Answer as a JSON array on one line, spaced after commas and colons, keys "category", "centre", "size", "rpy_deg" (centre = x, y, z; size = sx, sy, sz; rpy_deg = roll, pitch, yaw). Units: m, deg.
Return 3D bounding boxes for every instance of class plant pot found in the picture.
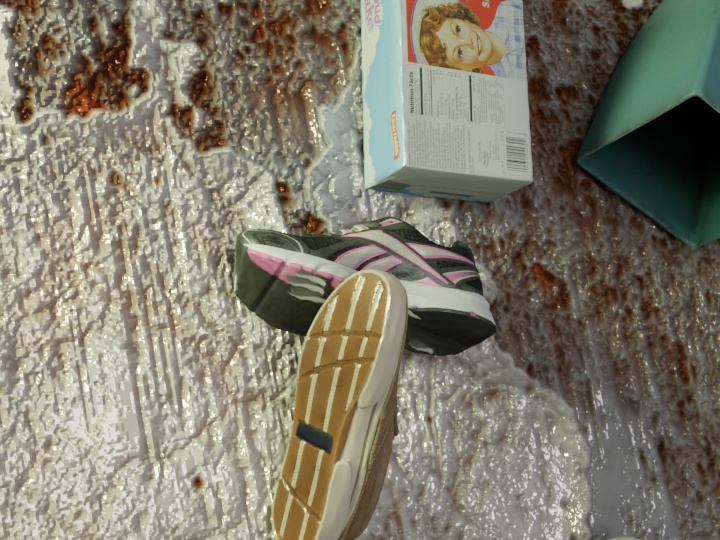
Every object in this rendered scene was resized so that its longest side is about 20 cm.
[{"category": "plant pot", "centre": [0.297, -0.156, 1.060], "size": [0.141, 0.141, 0.201], "rpy_deg": [32, 59, -19]}]

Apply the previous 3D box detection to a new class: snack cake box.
[{"category": "snack cake box", "centre": [0.063, -0.160, 0.970], "size": [0.114, 0.067, 0.201], "rpy_deg": [5, 77, -26]}]

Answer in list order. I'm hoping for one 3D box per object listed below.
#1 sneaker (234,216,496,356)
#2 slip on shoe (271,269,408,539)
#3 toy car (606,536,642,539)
[{"category": "sneaker", "centre": [0.000, 0.000, 0.909], "size": [0.199, 0.080, 0.087], "rpy_deg": [16, 52, -25]}, {"category": "slip on shoe", "centre": [-0.002, 0.097, 0.850], "size": [0.060, 0.076, 0.201], "rpy_deg": [6, 101, -42]}, {"category": "toy car", "centre": [0.235, 0.299, 0.916], "size": [0.199, 0.150, 0.176], "rpy_deg": [30, 67, -20]}]
